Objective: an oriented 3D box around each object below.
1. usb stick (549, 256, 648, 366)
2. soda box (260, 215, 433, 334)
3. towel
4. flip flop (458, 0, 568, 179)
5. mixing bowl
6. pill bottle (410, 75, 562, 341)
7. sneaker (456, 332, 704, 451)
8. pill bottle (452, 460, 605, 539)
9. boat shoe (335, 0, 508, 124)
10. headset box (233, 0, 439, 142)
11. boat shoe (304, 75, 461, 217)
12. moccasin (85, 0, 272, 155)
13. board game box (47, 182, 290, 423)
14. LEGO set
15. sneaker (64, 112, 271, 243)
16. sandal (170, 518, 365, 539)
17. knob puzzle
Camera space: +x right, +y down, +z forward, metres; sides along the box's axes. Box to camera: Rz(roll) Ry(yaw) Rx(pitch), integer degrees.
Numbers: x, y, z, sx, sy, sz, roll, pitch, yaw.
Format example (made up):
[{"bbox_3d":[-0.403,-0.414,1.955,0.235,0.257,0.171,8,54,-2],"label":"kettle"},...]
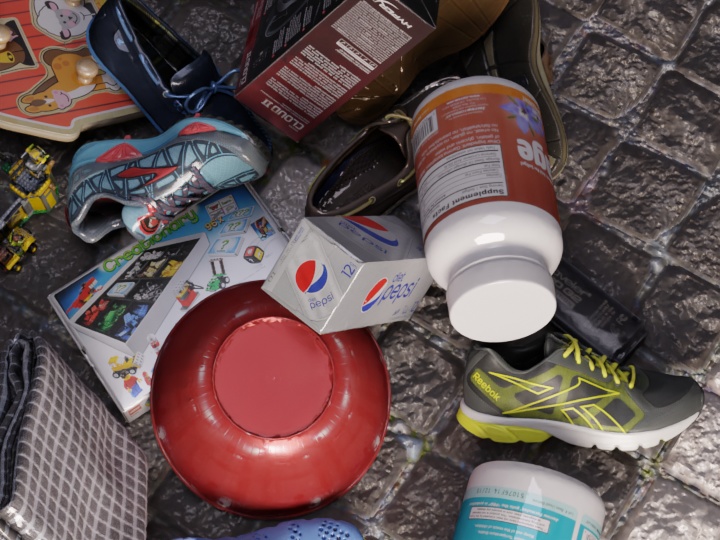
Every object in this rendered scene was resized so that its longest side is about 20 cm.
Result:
[{"bbox_3d":[0.153,0.006,1.413,0.200,0.033,0.055,40,68,17],"label":"usb stick"},{"bbox_3d":[0.000,0.000,1.331,0.063,0.200,0.068,36,105,17],"label":"soda box"},{"bbox_3d":[-0.230,0.165,1.260,0.085,0.166,0.201,-22,40,14],"label":"towel"},{"bbox_3d":[0.141,-0.170,1.473,0.081,0.057,0.201,-21,77,25],"label":"flip flop"},{"bbox_3d":[-0.070,0.094,1.327,0.199,0.108,0.202,1,78,-4],"label":"mixing bowl"},{"bbox_3d":[0.104,-0.049,1.351,0.111,0.112,0.201,-6,55,1],"label":"pill bottle"},{"bbox_3d":[0.176,0.092,1.335,0.199,0.085,0.075,-2,22,2],"label":"sneaker"},{"bbox_3d":[0.112,0.255,1.269,0.110,0.111,0.201,15,69,9],"label":"pill bottle"},{"bbox_3d":[0.048,-0.214,1.464,0.200,0.072,0.072,-43,28,16],"label":"boat shoe"},{"bbox_3d":[-0.022,-0.217,1.421,0.077,0.200,0.149,33,41,-24],"label":"headset box"},{"bbox_3d":[0.028,-0.101,1.448,0.200,0.060,0.072,-43,71,-14],"label":"boat shoe"},{"bbox_3d":[-0.156,-0.160,1.451,0.200,0.068,0.081,38,45,-2],"label":"moccasin"},{"bbox_3d":[-0.148,0.021,1.420,0.199,0.035,0.127,-33,70,-10],"label":"board game box"},{"bbox_3d":[-0.363,-0.091,1.432,0.200,0.116,0.154,42,75,17],"label":"LEGO set"},{"bbox_3d":[-0.163,-0.065,1.410,0.199,0.079,0.096,-11,53,30],"label":"sneaker"},{"bbox_3d":[-0.091,0.236,1.302,0.199,0.087,0.080,-13,66,-5],"label":"sandal"},{"bbox_3d":[-0.290,-0.198,1.475,0.218,0.031,0.221,10,53,-13],"label":"knob puzzle"}]
